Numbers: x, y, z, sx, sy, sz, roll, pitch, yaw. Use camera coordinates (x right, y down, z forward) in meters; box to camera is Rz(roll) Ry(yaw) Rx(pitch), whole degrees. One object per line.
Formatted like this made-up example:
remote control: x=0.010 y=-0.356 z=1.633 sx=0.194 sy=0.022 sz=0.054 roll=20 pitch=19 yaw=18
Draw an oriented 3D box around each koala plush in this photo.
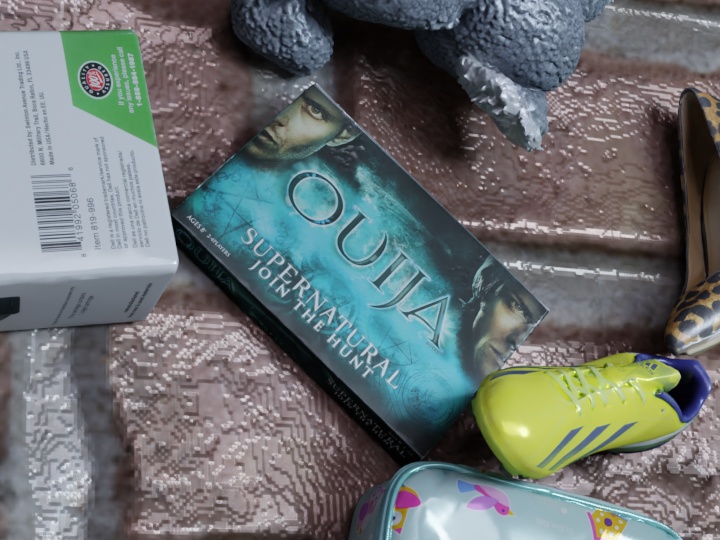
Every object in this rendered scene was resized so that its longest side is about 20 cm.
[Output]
koala plush: x=0.060 y=-0.175 z=0.962 sx=0.200 sy=0.184 sz=0.178 roll=38 pitch=59 yaw=-16

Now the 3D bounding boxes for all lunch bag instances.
lunch bag: x=0.087 y=0.199 z=0.848 sx=0.199 sy=0.077 sz=0.161 roll=17 pitch=62 yaw=-13

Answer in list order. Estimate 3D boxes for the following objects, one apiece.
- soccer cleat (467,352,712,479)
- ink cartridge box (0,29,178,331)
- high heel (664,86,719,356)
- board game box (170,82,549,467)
soccer cleat: x=0.130 y=0.071 z=0.877 sx=0.200 sy=0.084 sz=0.065 roll=2 pitch=60 yaw=-55
ink cartridge box: x=-0.210 y=-0.045 z=0.832 sx=0.199 sy=0.083 sz=0.148 roll=-3 pitch=69 yaw=-23
high heel: x=0.209 y=-0.032 z=0.996 sx=0.200 sy=0.071 sz=0.143 roll=-32 pitch=88 yaw=-48
board game box: x=0.000 y=0.000 z=0.930 sx=0.200 sy=0.028 sz=0.135 roll=44 pitch=60 yaw=1
